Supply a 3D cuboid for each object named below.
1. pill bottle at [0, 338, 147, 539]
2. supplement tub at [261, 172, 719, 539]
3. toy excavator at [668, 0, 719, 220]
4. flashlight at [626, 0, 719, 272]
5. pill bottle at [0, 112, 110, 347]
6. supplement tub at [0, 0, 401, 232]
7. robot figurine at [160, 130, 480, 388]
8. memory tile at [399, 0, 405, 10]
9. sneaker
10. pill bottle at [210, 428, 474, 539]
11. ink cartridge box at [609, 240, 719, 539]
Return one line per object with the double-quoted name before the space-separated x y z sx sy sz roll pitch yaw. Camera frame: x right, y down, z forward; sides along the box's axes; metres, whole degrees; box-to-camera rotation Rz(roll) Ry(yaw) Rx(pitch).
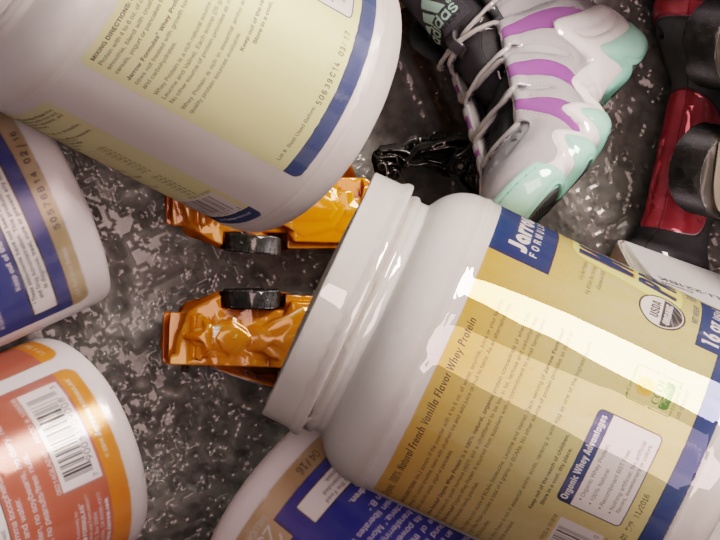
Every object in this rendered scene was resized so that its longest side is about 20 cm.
"pill bottle" -0.209 0.116 1.195 0.200 0.112 0.112 -23 97 -30
"supplement tub" 0.070 0.052 1.159 0.200 0.144 0.145 25 85 -1
"toy excavator" 0.259 -0.041 1.315 0.200 0.100 0.195 0 100 -41
"flashlight" 0.168 -0.067 1.335 0.068 0.068 0.200 14 87 -13
"pill bottle" -0.229 0.002 1.213 0.200 0.111 0.111 -25 97 -13
"supplement tub" -0.097 -0.119 1.173 0.200 0.145 0.145 27 84 -29
"robot figurine" 0.000 0.000 1.299 0.200 0.058 0.145 2 91 -14
"memory tile" -0.058 -0.182 1.301 0.200 0.017 0.154 21 86 -13
"sneaker" 0.057 -0.102 1.265 0.140 0.200 0.078 38 120 -5
"pill bottle" 0.033 0.163 1.221 0.200 0.116 0.116 37 82 16
"ink cartridge box" 0.162 0.104 1.296 0.144 0.084 0.200 19 108 -14
